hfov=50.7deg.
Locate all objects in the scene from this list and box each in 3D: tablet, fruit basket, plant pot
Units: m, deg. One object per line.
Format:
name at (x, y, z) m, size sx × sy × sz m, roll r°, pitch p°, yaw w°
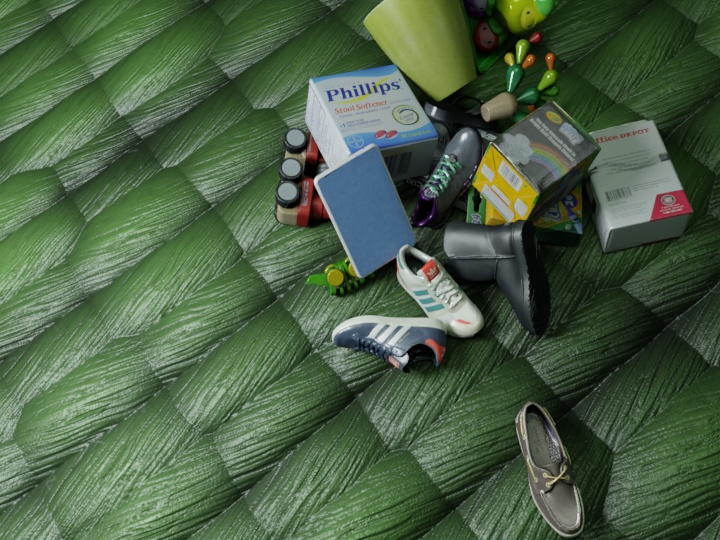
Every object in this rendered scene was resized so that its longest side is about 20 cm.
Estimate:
tablet at (0.012, -0.100, 1.308) m, size 0.129 × 0.202 × 0.014 m, roll -31°, pitch 25°, yaw -13°
fruit basket at (0.273, -0.508, 1.497) m, size 0.215 × 0.217 × 0.156 m, roll 38°, pitch 74°, yaw 25°
plant pot at (0.132, -0.426, 1.430) m, size 0.185 × 0.187 × 0.202 m, roll -31°, pitch 96°, yaw -7°

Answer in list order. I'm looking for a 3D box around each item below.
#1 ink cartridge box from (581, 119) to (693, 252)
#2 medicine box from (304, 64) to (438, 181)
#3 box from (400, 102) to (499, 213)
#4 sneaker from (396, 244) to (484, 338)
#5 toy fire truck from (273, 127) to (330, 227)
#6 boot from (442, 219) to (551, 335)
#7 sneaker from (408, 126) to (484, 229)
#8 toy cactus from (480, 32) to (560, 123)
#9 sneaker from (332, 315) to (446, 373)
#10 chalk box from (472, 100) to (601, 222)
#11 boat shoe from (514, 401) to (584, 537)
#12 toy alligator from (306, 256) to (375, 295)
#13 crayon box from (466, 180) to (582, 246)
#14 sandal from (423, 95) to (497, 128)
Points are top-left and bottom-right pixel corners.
ink cartridge box at (0.473, -0.150, 1.340) m, size 0.142 × 0.084 × 0.203 m, roll -12°, pitch 60°, yaw 4°
medicine box at (0.016, -0.263, 1.393) m, size 0.179 × 0.104 × 0.202 m, roll -15°, pitch 58°, yaw -20°
box at (0.167, -0.217, 1.454) m, size 0.198 × 0.044 × 0.161 m, roll 29°, pitch 71°, yaw 23°
sneaker at (0.130, 0.032, 1.301) m, size 0.070 × 0.094 × 0.200 m, roll -39°, pitch 62°, yaw -11°
toy fire truck at (-0.058, -0.174, 1.443) m, size 0.196 × 0.129 × 0.179 m, roll 9°, pitch 67°, yaw -5°
boot at (0.230, 0.009, 1.300) m, size 0.166 × 0.204 × 0.076 m, roll -1°, pitch 19°, yaw 43°
sneaker at (0.151, -0.156, 1.342) m, size 0.074 × 0.087 × 0.203 m, roll 34°, pitch 117°, yaw 20°
toy cactus at (0.296, -0.325, 1.420) m, size 0.163 × 0.203 × 0.102 m, roll -22°, pitch 29°, yaw -16°
sneaker at (0.047, 0.129, 1.276) m, size 0.196 × 0.075 × 0.086 m, roll -3°, pitch 57°, yaw 8°
chalk box at (0.309, -0.186, 1.285) m, size 0.199 × 0.124 × 0.125 m, roll -34°, pitch 72°, yaw -22°
boat shoe at (0.287, 0.298, 1.152) m, size 0.070 × 0.060 × 0.203 m, roll -15°, pitch 61°, yaw 1°
toy alligator at (0.000, 0.000, 1.369) m, size 0.197 × 0.059 × 0.055 m, roll -24°, pitch 103°, yaw -5°
crayon box at (0.292, -0.124, 1.349) m, size 0.196 × 0.052 × 0.128 m, roll 9°, pitch 63°, yaw -3°
sandal at (0.199, -0.301, 1.423) m, size 0.076 × 0.198 × 0.044 m, roll 34°, pitch 116°, yaw 33°
